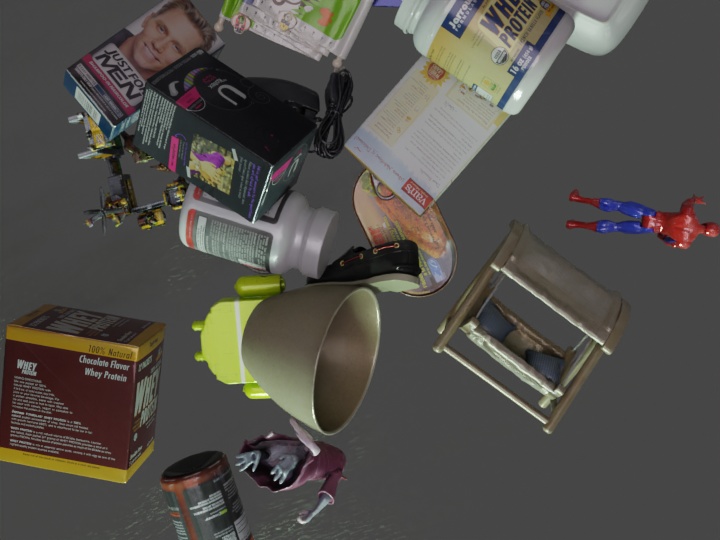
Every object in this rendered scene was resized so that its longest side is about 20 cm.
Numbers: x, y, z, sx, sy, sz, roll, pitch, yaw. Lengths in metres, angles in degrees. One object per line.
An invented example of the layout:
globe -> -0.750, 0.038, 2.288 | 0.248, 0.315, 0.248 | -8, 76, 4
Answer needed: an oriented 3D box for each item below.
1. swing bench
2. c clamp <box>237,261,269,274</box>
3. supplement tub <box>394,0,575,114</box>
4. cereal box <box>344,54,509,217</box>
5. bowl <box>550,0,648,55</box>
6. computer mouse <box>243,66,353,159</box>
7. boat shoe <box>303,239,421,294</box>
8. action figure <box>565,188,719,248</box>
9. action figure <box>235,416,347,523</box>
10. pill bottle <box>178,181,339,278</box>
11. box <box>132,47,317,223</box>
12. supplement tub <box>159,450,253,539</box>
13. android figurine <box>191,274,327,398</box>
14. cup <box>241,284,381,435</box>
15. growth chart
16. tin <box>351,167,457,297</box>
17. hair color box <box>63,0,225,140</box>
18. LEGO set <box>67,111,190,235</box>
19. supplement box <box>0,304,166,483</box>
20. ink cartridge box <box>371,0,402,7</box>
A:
swing bench -> 0.235, 0.071, 1.429 | 0.198, 0.130, 0.201 | 35, 102, 0
c clamp -> -0.164, -0.098, 1.497 | 0.199, 0.027, 0.172 | 37, 102, 0
supplement tub -> 0.156, -0.310, 1.335 | 0.199, 0.144, 0.145 | 34, 102, 2
cereal box -> 0.094, -0.194, 1.418 | 0.144, 0.040, 0.200 | 43, 92, 5
bowl -> 0.294, -0.403, 1.365 | 0.198, 0.075, 0.202 | 29, 101, 0
computer mouse -> -0.113, -0.227, 1.432 | 0.197, 0.053, 0.140 | 4, 67, 12
boat shoe -> 0.002, 0.001, 1.451 | 0.200, 0.073, 0.064 | -11, 71, 42
action figure -> 0.390, -0.073, 1.424 | 0.198, 0.099, 0.066 | 12, 106, 27
action figure -> -0.077, 0.262, 1.483 | 0.150, 0.199, 0.134 | -53, 54, 17
pill bottle -> -0.137, -0.062, 1.429 | 0.197, 0.116, 0.117 | 18, 102, 7
box -> -0.175, -0.176, 1.353 | 0.199, 0.122, 0.107 | 33, 133, 7
supplement tub -> -0.219, 0.378, 1.549 | 0.105, 0.107, 0.203 | -15, 98, 9
android figurine -> -0.147, 0.098, 1.522 | 0.197, 0.041, 0.185 | -5, 101, 4
cup -> -0.077, 0.105, 1.421 | 0.141, 0.200, 0.203 | 14, 102, 22
growth chart -> -0.085, -0.361, 1.411 | 0.197, 0.018, 0.147 | 18, 108, -3
tin -> 0.062, -0.061, 1.472 | 0.111, 0.042, 0.202 | -24, 96, 6
hair color box -> -0.290, -0.278, 1.412 | 0.200, 0.060, 0.100 | -43, 95, -22
LEGO set -> -0.317, -0.155, 1.450 | 0.151, 0.116, 0.203 | -6, 94, 11
supplement box -> -0.401, 0.173, 1.520 | 0.194, 0.133, 0.203 | 9, 102, 5
ink cartridge box -> 0.019, -0.458, 1.403 | 0.196, 0.041, 0.203 | 3, 101, 6
